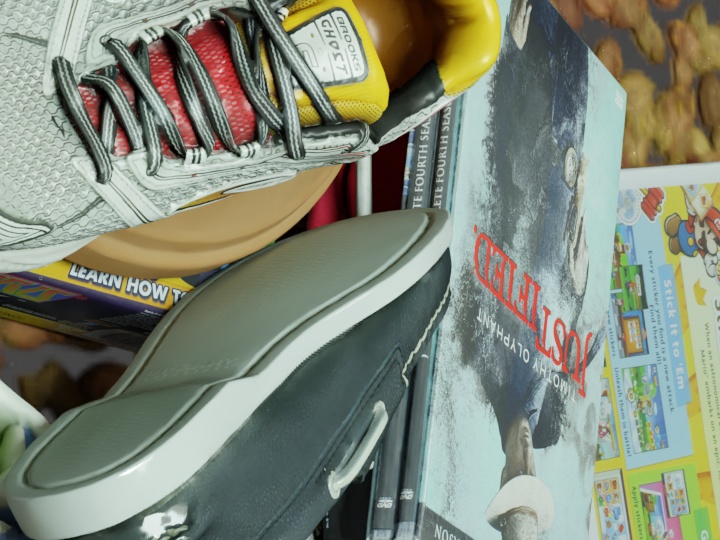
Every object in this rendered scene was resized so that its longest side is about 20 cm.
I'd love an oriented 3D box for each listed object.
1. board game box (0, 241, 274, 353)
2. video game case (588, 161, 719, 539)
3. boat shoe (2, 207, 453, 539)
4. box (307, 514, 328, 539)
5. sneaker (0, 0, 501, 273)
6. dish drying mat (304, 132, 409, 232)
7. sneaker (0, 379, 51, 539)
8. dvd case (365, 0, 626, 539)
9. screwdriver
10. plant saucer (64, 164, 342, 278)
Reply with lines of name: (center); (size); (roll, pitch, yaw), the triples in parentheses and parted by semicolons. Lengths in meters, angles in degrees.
board game box: (-0.107, -0.076, 0.856); (0.199, 0.056, 0.167); (16, 73, -44)
video game case: (0.085, 0.065, 1.059); (0.181, 0.023, 0.201); (-6, 87, -47)
boat shoe: (-0.028, 0.042, 0.824); (0.200, 0.075, 0.061); (-38, 115, -49)
box: (-0.017, 0.131, 0.930); (0.110, 0.035, 0.201); (-25, 102, -46)
sneaker: (-0.042, -0.054, 0.767); (0.200, 0.082, 0.078); (-24, 100, -46)
dish drying mat: (0.030, -0.073, 1.007); (0.077, 0.018, 0.201); (37, 51, -32)
sneaker: (-0.110, 0.084, 0.810); (0.076, 0.077, 0.201); (-50, 120, -41)
dvd case: (0.048, 0.009, 0.964); (0.146, 0.022, 0.201); (40, 53, -59)
screwdriver: (0.000, 0.000, 0.921); (0.029, 0.028, 0.202); (13, 75, -74)
plant saucer: (-0.057, -0.099, 0.846); (0.199, 0.037, 0.202); (12, 74, -45)
